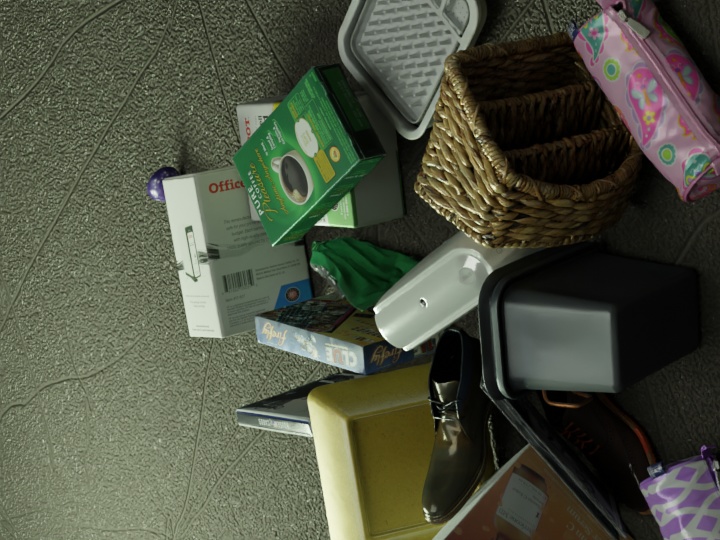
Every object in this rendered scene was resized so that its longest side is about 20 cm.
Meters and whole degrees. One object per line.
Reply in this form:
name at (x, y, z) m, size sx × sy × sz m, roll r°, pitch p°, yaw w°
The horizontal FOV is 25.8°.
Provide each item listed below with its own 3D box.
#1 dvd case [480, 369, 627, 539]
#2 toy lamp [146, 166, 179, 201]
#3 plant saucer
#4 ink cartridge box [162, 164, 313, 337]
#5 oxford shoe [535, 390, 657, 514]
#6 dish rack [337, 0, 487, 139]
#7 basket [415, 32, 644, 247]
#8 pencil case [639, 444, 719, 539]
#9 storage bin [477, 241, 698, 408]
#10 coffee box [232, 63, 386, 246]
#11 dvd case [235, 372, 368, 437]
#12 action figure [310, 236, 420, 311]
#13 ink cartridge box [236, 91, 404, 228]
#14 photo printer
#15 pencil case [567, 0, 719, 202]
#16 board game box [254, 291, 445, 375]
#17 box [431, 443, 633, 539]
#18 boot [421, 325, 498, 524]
dvd case at (0.190, 0.175, 1.557) m, size 0.016 × 0.149 × 0.200 m, roll -41°, pitch 89°, yaw 7°
toy lamp at (-0.211, -0.063, 2.083) m, size 0.200 × 0.058 × 0.059 m, roll 41°, pitch 131°, yaw 37°
plant saucer at (0.056, 0.210, 1.720) m, size 0.048 × 0.198 × 0.202 m, roll -163°, pitch 62°, yaw -76°
ink cartridge box at (-0.149, -0.030, 1.943) m, size 0.084 × 0.145 × 0.202 m, roll -1°, pitch 100°, yaw 53°
oxford shoe at (0.230, 0.165, 1.589) m, size 0.201 × 0.072 × 0.071 m, roll 57°, pitch 138°, yaw 22°
dish rack at (0.060, -0.261, 1.688) m, size 0.172 × 0.043 × 0.201 m, roll 52°, pitch 137°, yaw 26°
basket at (0.172, -0.119, 1.452) m, size 0.143 × 0.199 × 0.150 m, roll 42°, pitch 131°, yaw 38°
pencil case at (0.340, 0.266, 1.484) m, size 0.085 × 0.084 × 0.201 m, roll -30°, pitch 78°, yaw 27°
storage bin at (0.223, 0.058, 1.477) m, size 0.134 × 0.199 × 0.147 m, roll 6°, pitch 106°, yaw 41°
coffee box at (-0.061, -0.126, 1.747) m, size 0.200 × 0.044 × 0.124 m, roll -43°, pitch 69°, yaw 46°
dvd case at (-0.040, 0.155, 1.837) m, size 0.200 × 0.149 × 0.025 m, roll -1°, pitch 105°, yaw 61°
action figure at (0.000, 0.000, 1.818) m, size 0.200 × 0.117 × 0.055 m, roll 29°, pitch 136°, yaw 53°
ink cartridge box at (-0.049, -0.130, 1.833) m, size 0.199 × 0.084 × 0.146 m, roll 6°, pitch 106°, yaw 50°
photo printer at (0.120, -0.011, 1.600) m, size 0.070 × 0.166 × 0.200 m, roll 51°, pitch 139°, yaw 0°
pencil case at (0.272, -0.160, 1.420) m, size 0.201 × 0.087 × 0.088 m, roll 60°, pitch 140°, yaw 18°
board game box at (-0.009, 0.069, 1.809) m, size 0.199 × 0.135 × 0.035 m, roll 14°, pitch 112°, yaw 49°
box at (0.156, 0.298, 1.595) m, size 0.152 × 0.200 × 0.106 m, roll 46°, pitch 136°, yaw 5°
boot at (0.089, 0.157, 1.636) m, size 0.074 × 0.097 × 0.201 m, roll -1°, pitch 58°, yaw 41°
